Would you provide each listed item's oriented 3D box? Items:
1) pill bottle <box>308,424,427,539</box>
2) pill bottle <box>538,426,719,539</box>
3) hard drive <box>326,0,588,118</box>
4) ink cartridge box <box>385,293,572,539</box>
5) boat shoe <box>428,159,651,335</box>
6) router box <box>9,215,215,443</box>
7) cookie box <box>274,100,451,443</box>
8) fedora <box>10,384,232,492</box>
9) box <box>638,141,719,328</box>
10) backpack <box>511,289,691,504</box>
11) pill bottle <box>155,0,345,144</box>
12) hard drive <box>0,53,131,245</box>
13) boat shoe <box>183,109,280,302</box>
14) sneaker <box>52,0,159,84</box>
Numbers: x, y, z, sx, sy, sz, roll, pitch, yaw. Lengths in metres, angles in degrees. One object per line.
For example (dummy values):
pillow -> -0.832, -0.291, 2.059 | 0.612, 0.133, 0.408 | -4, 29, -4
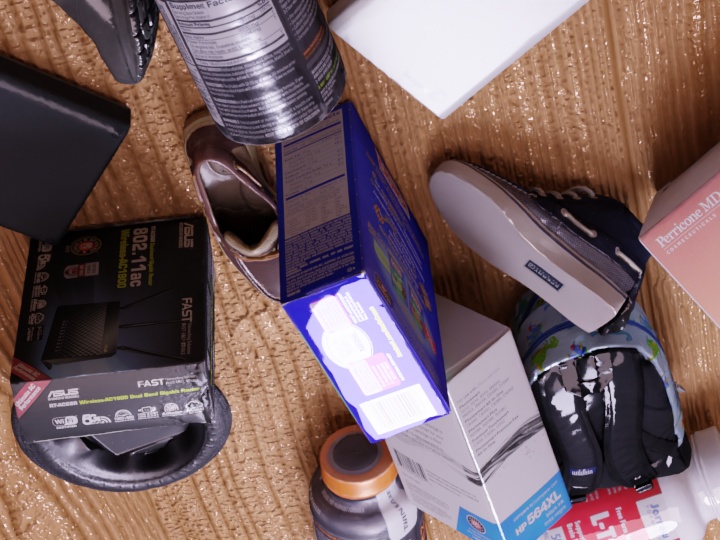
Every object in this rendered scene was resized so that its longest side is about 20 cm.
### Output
pill bottle -> 0.008, 0.235, 1.706 | 0.105, 0.107, 0.201 | -8, 133, 1
pill bottle -> 0.252, 0.218, 1.713 | 0.198, 0.113, 0.113 | -21, 131, 13
hard drive -> 0.090, -0.212, 1.363 | 0.200, 0.026, 0.132 | -38, 125, 25
ink cartridge box -> 0.083, 0.126, 1.557 | 0.084, 0.146, 0.201 | -35, 124, -23
boat shoe -> 0.153, -0.041, 1.504 | 0.200, 0.093, 0.075 | 40, 148, -5
router box -> -0.190, 0.043, 1.444 | 0.148, 0.201, 0.063 | -6, 127, 0
cookie box -> 0.000, 0.000, 1.428 | 0.075, 0.201, 0.172 | -20, 131, 14
fedora -> -0.205, 0.103, 1.570 | 0.198, 0.092, 0.201 | -6, 141, -5
box -> 0.347, -0.017, 1.460 | 0.200, 0.106, 0.152 | 45, 118, -5
backpack -> 0.199, 0.099, 1.593 | 0.162, 0.155, 0.200 | -11, 153, 10
pill bottle -> -0.089, -0.195, 1.294 | 0.105, 0.107, 0.201 | -16, 132, 9
hard drive -> -0.295, -0.105, 1.414 | 0.199, 0.033, 0.140 | 22, 126, -23
boat shoe -> -0.090, -0.036, 1.472 | 0.071, 0.072, 0.201 | -14, 132, 7
sneaker -> -0.200, -0.220, 1.304 | 0.090, 0.076, 0.201 | -5, 128, 13
